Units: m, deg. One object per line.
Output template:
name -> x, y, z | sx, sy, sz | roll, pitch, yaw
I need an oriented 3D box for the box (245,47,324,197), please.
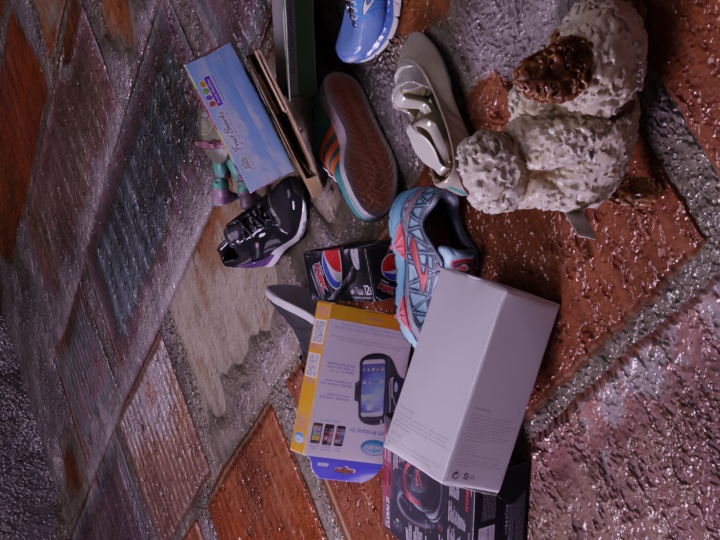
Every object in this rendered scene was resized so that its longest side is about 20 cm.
box -> -0.089, -0.174, 1.403 | 0.164, 0.021, 0.200 | 64, 178, 2

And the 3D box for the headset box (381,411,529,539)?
headset box -> 0.096, 0.248, 1.281 | 0.200, 0.075, 0.149 | 26, 120, 55

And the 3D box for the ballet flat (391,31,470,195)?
ballet flat -> 0.071, -0.168, 1.208 | 0.069, 0.069, 0.200 | -52, 54, 53

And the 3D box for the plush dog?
plush dog -> 0.185, -0.141, 0.946 | 0.160, 0.200, 0.172 | 22, 134, 19

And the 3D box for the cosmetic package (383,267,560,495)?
cosmetic package -> 0.109, 0.107, 1.144 | 0.113, 0.081, 0.200 | 25, 96, 56

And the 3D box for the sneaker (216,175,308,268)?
sneaker -> -0.139, -0.056, 1.583 | 0.200, 0.087, 0.076 | -54, 53, 51

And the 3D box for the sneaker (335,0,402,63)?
sneaker -> 0.000, -0.317, 1.261 | 0.079, 0.089, 0.200 | 58, 144, 36

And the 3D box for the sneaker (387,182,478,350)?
sneaker -> 0.084, 0.004, 1.225 | 0.095, 0.079, 0.200 | -18, 83, 58

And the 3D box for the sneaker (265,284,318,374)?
sneaker -> -0.072, 0.087, 1.526 | 0.200, 0.071, 0.099 | 30, 119, 48

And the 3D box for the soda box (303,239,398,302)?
soda box -> 0.000, 0.000, 1.357 | 0.200, 0.071, 0.063 | 178, 81, -66

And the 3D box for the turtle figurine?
turtle figurine -> -0.186, -0.190, 1.624 | 0.150, 0.101, 0.200 | 25, 125, 55

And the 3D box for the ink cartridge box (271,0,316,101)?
ink cartridge box -> -0.077, -0.282, 1.381 | 0.200, 0.048, 0.146 | -131, 38, -74

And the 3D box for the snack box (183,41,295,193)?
snack box -> -0.147, -0.192, 1.406 | 0.169, 0.068, 0.200 | 64, -179, -11

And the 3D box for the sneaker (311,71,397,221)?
sneaker -> -0.012, -0.135, 1.363 | 0.080, 0.071, 0.200 | 125, 136, -52

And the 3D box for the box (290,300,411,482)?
box -> -0.010, 0.143, 1.331 | 0.041, 0.119, 0.200 | 10, 88, 60
